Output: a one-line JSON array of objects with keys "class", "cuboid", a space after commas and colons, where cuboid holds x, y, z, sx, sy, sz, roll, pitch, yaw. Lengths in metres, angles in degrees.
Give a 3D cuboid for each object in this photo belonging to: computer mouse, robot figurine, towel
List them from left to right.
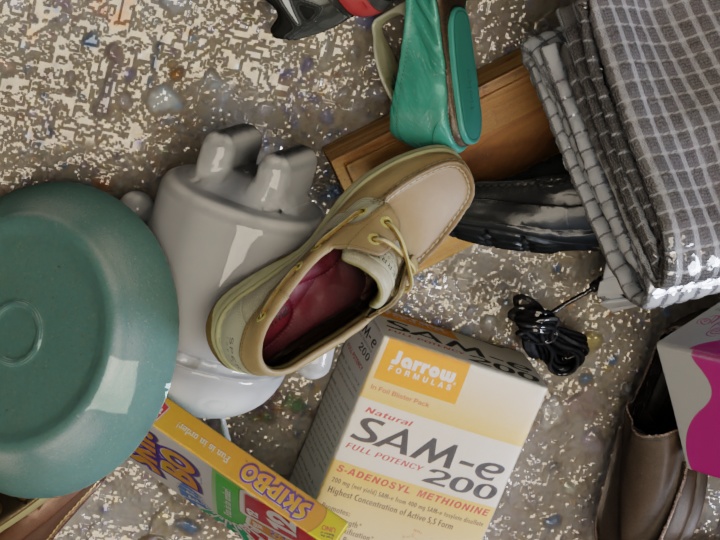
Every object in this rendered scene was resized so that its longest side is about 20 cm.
[{"class": "robot figurine", "cuboid": [-0.088, 0.009, 1.481, 0.169, 0.113, 0.201, 23, 106, 18]}, {"class": "computer mouse", "cuboid": [0.195, 0.002, 1.552, 0.199, 0.044, 0.110, -33, 151, -1]}, {"class": "towel", "cuboid": [0.212, -0.090, 1.418, 0.165, 0.086, 0.201, -14, 74, -21]}]

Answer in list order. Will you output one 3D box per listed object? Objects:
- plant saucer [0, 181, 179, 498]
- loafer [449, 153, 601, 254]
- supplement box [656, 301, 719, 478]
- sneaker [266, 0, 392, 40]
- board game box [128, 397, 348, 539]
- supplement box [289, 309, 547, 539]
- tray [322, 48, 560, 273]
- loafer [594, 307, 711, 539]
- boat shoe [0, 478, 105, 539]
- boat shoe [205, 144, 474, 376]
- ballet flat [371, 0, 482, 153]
[{"class": "plant saucer", "cuboid": [-0.206, 0.041, 1.439, 0.200, 0.200, 0.036, -53, 153, 9]}, {"class": "loafer", "cuboid": [0.136, -0.047, 1.485, 0.199, 0.068, 0.071, 3, 82, 8]}, {"class": "supplement box", "cuboid": [0.309, 0.055, 1.543, 0.199, 0.101, 0.104, -28, 115, -29]}, {"class": "sneaker", "cuboid": [-0.066, -0.227, 1.424, 0.098, 0.071, 0.201, -30, 101, 20]}, {"class": "board game box", "cuboid": [-0.105, 0.123, 1.484, 0.200, 0.096, 0.030, 37, 67, -2]}, {"class": "supplement box", "cuboid": [0.028, 0.137, 1.571, 0.125, 0.074, 0.201, 17, 105, -16]}, {"class": "tray", "cuboid": [0.086, -0.079, 1.528, 0.199, 0.037, 0.099, -27, 112, -2]}, {"class": "loafer", "cuboid": [0.201, 0.117, 1.592, 0.071, 0.073, 0.201, 10, 99, -47]}, {"class": "boat shoe", "cuboid": [-0.240, 0.184, 1.540, 0.200, 0.072, 0.068, -40, 117, 10]}, {"class": "boat shoe", "cuboid": [0.000, 0.000, 1.413, 0.200, 0.066, 0.074, -41, 119, -13]}, {"class": "ballet flat", "cuboid": [0.039, -0.174, 1.463, 0.070, 0.067, 0.201, 1, 91, 21]}]
